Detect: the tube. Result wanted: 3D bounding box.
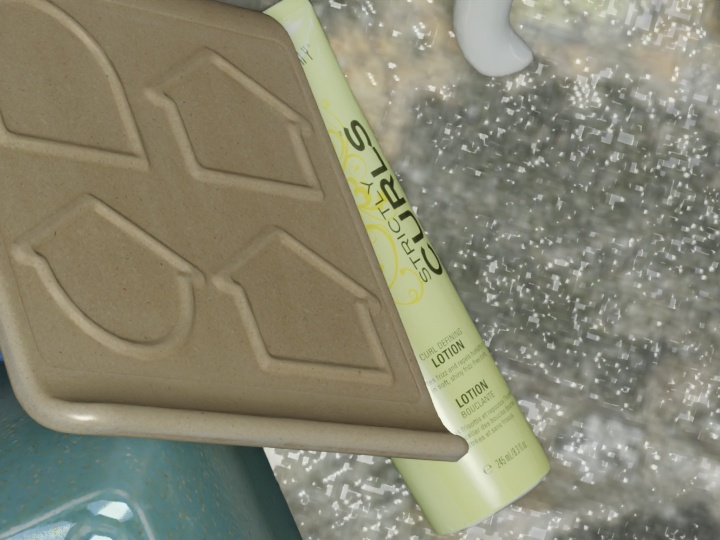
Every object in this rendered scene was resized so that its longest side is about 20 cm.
[{"bbox_3d":[0.000,0.000,0.996,0.052,0.058,0.201,-28,94,16],"label":"tube"}]

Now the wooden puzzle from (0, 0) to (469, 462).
[{"bbox_3d":[-0.069,-0.017,0.881,0.046,0.185,0.201,-42,58,29],"label":"wooden puzzle"}]

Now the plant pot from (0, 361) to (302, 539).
[{"bbox_3d":[-0.108,0.130,0.921,0.195,0.200,0.197,-23,95,-3],"label":"plant pot"}]

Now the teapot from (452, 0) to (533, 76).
[{"bbox_3d":[-0.026,-0.171,0.935,0.146,0.197,0.201,-48,64,36],"label":"teapot"}]
